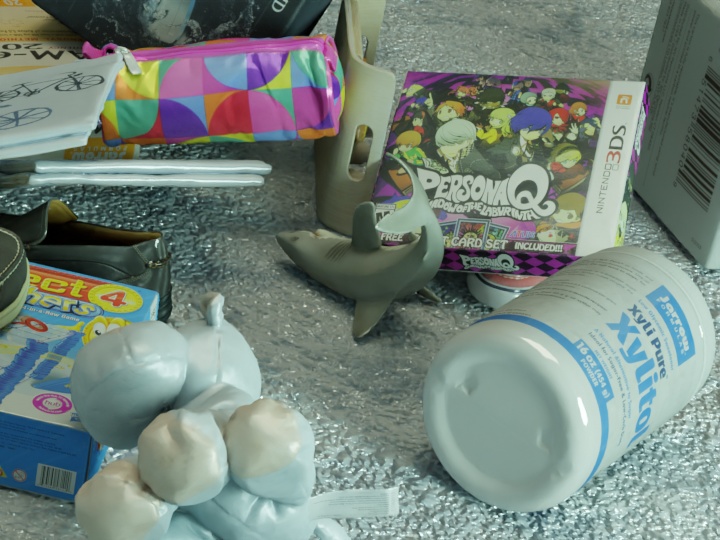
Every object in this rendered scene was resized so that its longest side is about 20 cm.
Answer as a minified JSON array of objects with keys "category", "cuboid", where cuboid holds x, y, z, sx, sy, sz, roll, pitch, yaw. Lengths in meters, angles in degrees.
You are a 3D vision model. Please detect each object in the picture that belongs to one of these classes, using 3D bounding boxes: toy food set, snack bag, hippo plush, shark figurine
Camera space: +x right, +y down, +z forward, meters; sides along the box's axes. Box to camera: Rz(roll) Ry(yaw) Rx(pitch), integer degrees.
[{"category":"toy food set","cuboid":[0.004,-0.136,1.896,0.060,0.144,0.200,9,27,-7]},{"category":"snack bag","cuboid":[-0.271,-0.110,1.668,0.188,0.021,0.200,-10,19,4]},{"category":"snack bag","cuboid":[-0.191,-0.073,1.741,0.188,0.022,0.200,-2,4,-26]},{"category":"hippo plush","cuboid":[-0.088,0.085,1.378,0.199,0.160,0.161,-4,54,-24]},{"category":"shark figurine","cuboid":[0.018,0.004,1.686,0.128,0.214,0.090,36,66,-13]}]

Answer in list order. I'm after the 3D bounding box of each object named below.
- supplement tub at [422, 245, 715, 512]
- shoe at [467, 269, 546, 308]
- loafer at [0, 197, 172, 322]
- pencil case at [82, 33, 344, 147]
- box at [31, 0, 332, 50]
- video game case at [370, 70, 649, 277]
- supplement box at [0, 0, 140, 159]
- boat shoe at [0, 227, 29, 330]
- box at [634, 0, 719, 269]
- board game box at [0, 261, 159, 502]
[{"category":"supplement tub","cuboid":[0.144,0.071,1.571,0.132,0.132,0.200,26,31,25]},{"category":"shoe","cuboid":[0.141,-0.044,1.832,0.071,0.091,0.200,19,28,14]},{"category":"loafer","cuboid":[-0.225,-0.021,1.664,0.199,0.073,0.073,16,29,9]},{"category":"pencil case","cuboid":[-0.112,-0.140,1.781,0.199,0.089,0.088,-2,27,2]},{"category":"box","cuboid":[-0.127,-0.250,1.889,0.200,0.197,0.117,35,14,5]},{"category":"video game case","cuboid":[0.114,-0.076,1.798,0.199,0.036,0.182,5,53,16]},{"category":"supplement box","cuboid":[-0.269,-0.159,1.907,0.126,0.074,0.200,-3,31,-27]},{"category":"boat shoe","cuboid":[-0.266,0.009,1.472,0.071,0.066,0.201,18,28,14]},{"category":"box","cuboid":[0.348,-0.129,1.958,0.171,0.200,0.200,1,29,-21]},{"category":"board game box","cuboid":[-0.251,0.059,1.518,0.199,0.056,0.196,13,27,2]}]
